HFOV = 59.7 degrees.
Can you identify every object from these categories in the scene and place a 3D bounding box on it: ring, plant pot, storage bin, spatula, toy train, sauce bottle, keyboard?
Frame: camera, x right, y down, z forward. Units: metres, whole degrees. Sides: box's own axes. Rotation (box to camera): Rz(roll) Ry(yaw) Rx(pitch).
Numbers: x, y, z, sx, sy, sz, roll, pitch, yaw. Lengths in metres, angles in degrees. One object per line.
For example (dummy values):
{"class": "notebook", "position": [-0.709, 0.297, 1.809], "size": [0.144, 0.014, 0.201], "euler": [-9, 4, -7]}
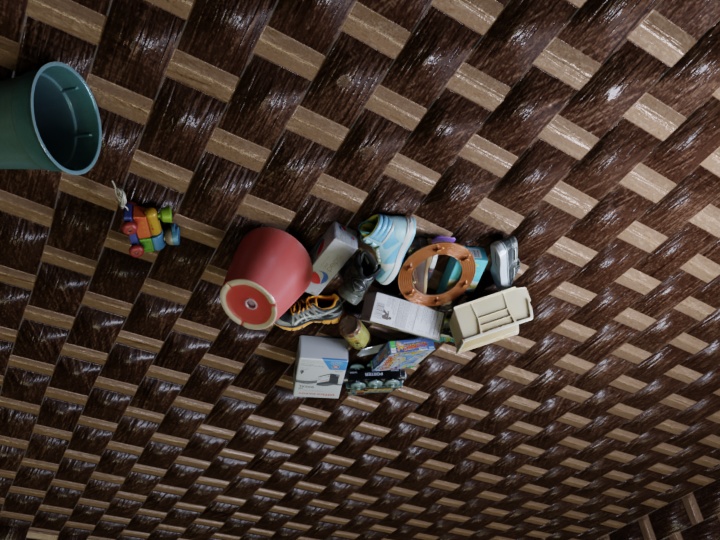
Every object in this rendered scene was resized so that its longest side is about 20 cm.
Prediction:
{"class": "ring", "position": [0.191, 0.015, 1.550], "size": [0.197, 0.019, 0.202], "euler": [-5, 130, -6]}
{"class": "plant pot", "position": [-0.228, 0.028, 1.470], "size": [0.198, 0.178, 0.202], "euler": [8, 126, 12]}
{"class": "storage bin", "position": [0.338, 0.131, 1.643], "size": [0.196, 0.095, 0.200], "euler": [-18, 163, -1]}
{"class": "plant pot", "position": [-0.627, -0.273, 1.171], "size": [0.193, 0.202, 0.201], "euler": [-2, 138, 12]}
{"class": "spatula", "position": [0.185, -0.021, 1.600], "size": [0.056, 0.021, 0.201], "euler": [6, 136, -12]}
{"class": "toy train", "position": [-0.476, -0.125, 1.409], "size": [0.114, 0.085, 0.201], "euler": [-8, 137, -11]}
{"class": "toy train", "position": [0.041, 0.335, 1.928], "size": [0.197, 0.086, 0.114], "euler": [-3, 149, -4]}
{"class": "sauce bottle", "position": [-0.005, 0.184, 1.746], "size": [0.065, 0.067, 0.200], "euler": [-15, 151, 12]}
{"class": "keyboard", "position": [0.087, 0.214, 1.797], "size": [0.197, 0.011, 0.056], "euler": [-10, 153, -20]}

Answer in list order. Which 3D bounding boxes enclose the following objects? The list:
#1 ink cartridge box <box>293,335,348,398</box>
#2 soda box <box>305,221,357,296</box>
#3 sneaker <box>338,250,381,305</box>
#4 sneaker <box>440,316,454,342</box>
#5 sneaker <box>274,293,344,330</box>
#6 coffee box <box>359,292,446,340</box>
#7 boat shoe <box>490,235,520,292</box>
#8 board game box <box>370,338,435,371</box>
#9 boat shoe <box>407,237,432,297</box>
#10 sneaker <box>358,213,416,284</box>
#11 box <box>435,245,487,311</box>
{"class": "ink cartridge box", "position": [-0.121, 0.289, 1.860], "size": [0.143, 0.084, 0.201], "euler": [5, 136, -9]}
{"class": "soda box", "position": [-0.087, -0.025, 1.547], "size": [0.068, 0.064, 0.200], "euler": [22, 132, -25]}
{"class": "sneaker", "position": [0.000, 0.000, 1.509], "size": [0.076, 0.200, 0.115], "euler": [36, 102, -9]}
{"class": "sneaker", "position": [0.244, 0.172, 1.785], "size": [0.197, 0.078, 0.080], "euler": [11, 153, -7]}
{"class": "sneaker", "position": [-0.141, 0.102, 1.673], "size": [0.197, 0.079, 0.078], "euler": [-10, 138, -9]}
{"class": "coffee box", "position": [0.111, 0.120, 1.655], "size": [0.198, 0.081, 0.113], "euler": [16, 174, -13]}
{"class": "boat shoe", "position": [0.373, -0.008, 1.589], "size": [0.070, 0.073, 0.201], "euler": [-23, 145, -4]}
{"class": "board game box", "position": [0.118, 0.244, 1.803], "size": [0.133, 0.035, 0.200], "euler": [-3, 158, -15]}
{"class": "boat shoe", "position": [0.136, 0.000, 1.585], "size": [0.069, 0.071, 0.202], "euler": [-5, 129, -9]}
{"class": "sneaker", "position": [0.042, -0.057, 1.514], "size": [0.129, 0.080, 0.202], "euler": [10, 125, -17]}
{"class": "box", "position": [0.258, 0.024, 1.632], "size": [0.081, 0.050, 0.201], "euler": [5, 136, -9]}
